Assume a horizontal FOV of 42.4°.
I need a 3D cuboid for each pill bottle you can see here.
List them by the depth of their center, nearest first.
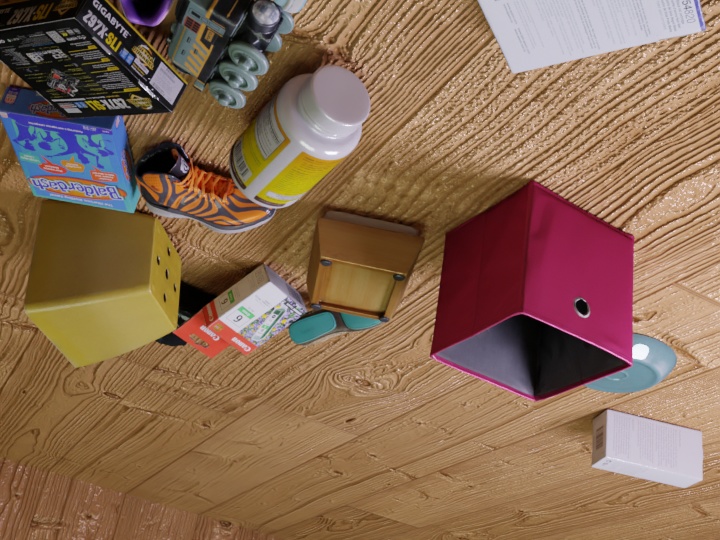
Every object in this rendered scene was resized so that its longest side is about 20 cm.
[{"bbox_3d":[-0.072,-0.160,1.109,0.109,0.109,0.200,24,148,-23],"label":"pill bottle"}]

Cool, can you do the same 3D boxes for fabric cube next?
[{"bbox_3d":[0.236,0.035,1.261,0.196,0.200,0.200,25,148,-23],"label":"fabric cube"}]

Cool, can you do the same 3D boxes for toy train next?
[{"bbox_3d":[-0.147,-0.249,0.994,0.114,0.085,0.200,32,160,-12],"label":"toy train"}]

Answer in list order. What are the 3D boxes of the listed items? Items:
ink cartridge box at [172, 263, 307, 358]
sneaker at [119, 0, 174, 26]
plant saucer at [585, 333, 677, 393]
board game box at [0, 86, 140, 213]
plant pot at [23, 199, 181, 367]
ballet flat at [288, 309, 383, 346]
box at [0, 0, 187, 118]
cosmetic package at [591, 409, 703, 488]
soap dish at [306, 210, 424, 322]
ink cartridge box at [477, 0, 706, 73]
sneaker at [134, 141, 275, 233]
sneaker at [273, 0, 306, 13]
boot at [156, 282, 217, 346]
[{"bbox_3d":[-0.201,0.085,1.544,0.200,0.050,0.109,-36,135,11],"label":"ink cartridge box"},{"bbox_3d":[-0.207,-0.316,0.903,0.080,0.089,0.200,13,149,-2],"label":"sneaker"},{"bbox_3d":[0.437,0.165,1.589,0.200,0.036,0.200,8,150,5],"label":"plant saucer"},{"bbox_3d":[-0.393,-0.161,1.274,0.152,0.045,0.200,9,151,1],"label":"board game box"},{"bbox_3d":[-0.385,0.014,1.446,0.176,0.200,0.200,-6,148,5],"label":"plant pot"},{"bbox_3d":[-0.027,0.074,1.552,0.200,0.071,0.065,-15,-178,22],"label":"ballet flat"},{"bbox_3d":[-0.324,-0.243,1.066,0.200,0.049,0.160,4,154,37],"label":"box"},{"bbox_3d":[0.555,0.346,1.800,0.200,0.102,0.071,14,151,-5],"label":"cosmetic package"},{"bbox_3d":[0.000,0.000,1.393,0.157,0.081,0.200,11,152,-2],"label":"soap dish"},{"bbox_3d":[0.207,-0.283,0.876,0.200,0.041,0.200,-6,146,26],"label":"ink cartridge box"},{"bbox_3d":[-0.217,-0.114,1.267,0.200,0.078,0.112,5,151,9],"label":"sneaker"},{"bbox_3d":[-0.089,-0.334,0.848,0.130,0.080,0.200,13,141,-9],"label":"sneaker"},{"bbox_3d":[-0.304,0.098,1.669,0.198,0.073,0.162,29,144,-17],"label":"boot"}]
